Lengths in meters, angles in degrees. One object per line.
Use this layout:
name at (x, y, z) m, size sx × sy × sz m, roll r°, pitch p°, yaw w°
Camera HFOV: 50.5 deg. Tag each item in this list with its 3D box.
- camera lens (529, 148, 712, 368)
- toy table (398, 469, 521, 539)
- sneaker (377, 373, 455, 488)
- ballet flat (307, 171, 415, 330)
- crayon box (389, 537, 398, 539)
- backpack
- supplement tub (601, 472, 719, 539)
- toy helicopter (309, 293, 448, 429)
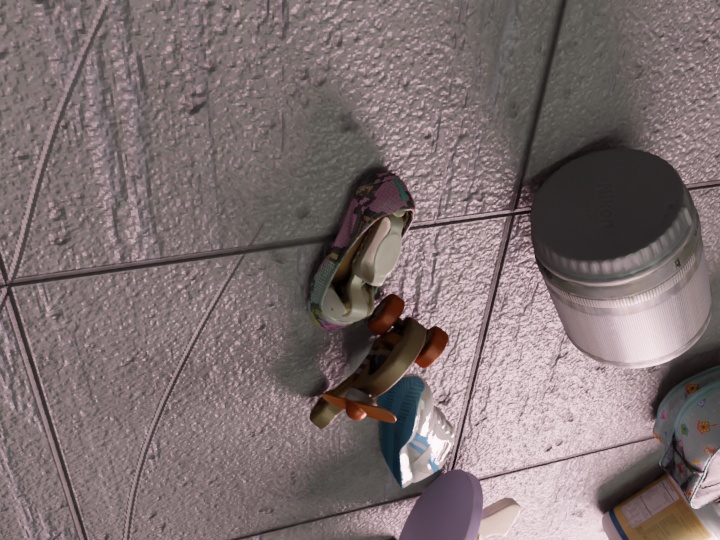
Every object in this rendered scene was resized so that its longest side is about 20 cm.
camera lens at (0.271, -0.006, 0.793) m, size 0.160 × 0.160 × 0.200 m, roll -31°, pitch 134°, yaw 5°
toy table at (0.143, 0.392, 1.086) m, size 0.117 × 0.184 × 0.200 m, roll 28°, pitch 105°, yaw -28°
sneaker at (0.072, 0.190, 0.948) m, size 0.081 × 0.077 × 0.200 m, roll -20°, pitch 141°, yaw -17°
ballet flat at (0.000, 0.000, 0.745) m, size 0.069 × 0.071 × 0.200 m, roll 6°, pitch 127°, yaw -28°
crayon box at (0.093, 0.517, 1.147) m, size 0.051 × 0.200 × 0.127 m, roll -33°, pitch 134°, yaw 7°
backpack at (0.531, 0.226, 1.109) m, size 0.176 × 0.153 × 0.200 m, roll -19°, pitch 143°, yaw -10°
supplement tub at (0.530, 0.428, 1.291) m, size 0.200 × 0.145 × 0.145 m, roll -39°, pitch 133°, yaw 12°
toy helicopter at (0.002, 0.126, 0.830) m, size 0.079 × 0.132 × 0.200 m, roll 37°, pitch 130°, yaw -11°
